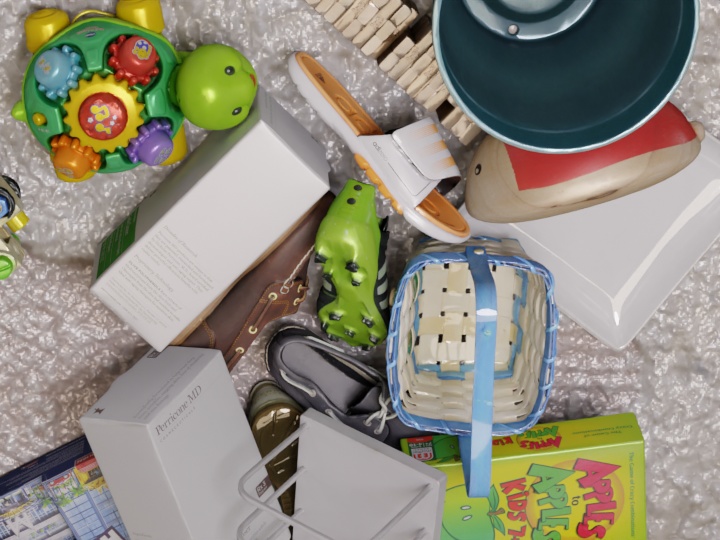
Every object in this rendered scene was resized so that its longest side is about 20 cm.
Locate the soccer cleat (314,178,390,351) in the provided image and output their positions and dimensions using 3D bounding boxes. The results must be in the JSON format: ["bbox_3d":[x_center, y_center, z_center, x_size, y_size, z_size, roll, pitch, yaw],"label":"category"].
[{"bbox_3d":[0.000,0.000,1.713,0.067,0.081,0.200,17,154,11],"label":"soccer cleat"}]

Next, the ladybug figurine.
[{"bbox_3d":[0.175,-0.094,1.656,0.199,0.136,0.072,-16,102,1],"label":"ladybug figurine"}]

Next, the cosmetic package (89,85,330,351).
[{"bbox_3d":[-0.122,-0.043,1.695,0.085,0.108,0.200,42,101,-16],"label":"cosmetic package"}]

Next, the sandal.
[{"bbox_3d":[0.025,-0.109,1.669,0.059,0.079,0.207,-43,89,20],"label":"sandal"}]

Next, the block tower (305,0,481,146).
[{"bbox_3d":[0.030,-0.189,1.677,0.058,0.054,0.200,-44,108,12],"label":"block tower"}]

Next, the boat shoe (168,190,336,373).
[{"bbox_3d":[-0.079,0.011,1.740,0.070,0.070,0.200,41,112,-11],"label":"boat shoe"}]

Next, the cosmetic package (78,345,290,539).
[{"bbox_3d":[-0.144,0.174,1.737,0.081,0.113,0.201,4,127,35],"label":"cosmetic package"}]

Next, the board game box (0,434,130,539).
[{"bbox_3d":[-0.226,0.250,1.826,0.199,0.062,0.201,-27,111,6],"label":"board game box"}]

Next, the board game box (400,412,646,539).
[{"bbox_3d":[0.137,0.184,1.742,0.198,0.048,0.102,-6,117,-2],"label":"board game box"}]

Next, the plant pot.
[{"bbox_3d":[0.144,-0.216,1.603,0.198,0.188,0.202,-2,113,-4],"label":"plant pot"}]

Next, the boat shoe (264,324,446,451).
[{"bbox_3d":[0.002,0.118,1.753,0.200,0.063,0.073,37,88,-3],"label":"boat shoe"}]

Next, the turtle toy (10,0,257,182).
[{"bbox_3d":[-0.180,-0.140,1.653,0.198,0.101,0.147,-10,112,0],"label":"turtle toy"}]

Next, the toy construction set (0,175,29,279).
[{"bbox_3d":[-0.349,-0.046,1.690,0.131,0.092,0.200,-35,121,10],"label":"toy construction set"}]

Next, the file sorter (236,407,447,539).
[{"bbox_3d":[-0.026,0.247,1.710,0.138,0.124,0.201,23,127,26],"label":"file sorter"}]

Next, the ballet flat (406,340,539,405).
[{"bbox_3d":[0.064,0.113,1.810,0.199,0.046,0.068,-25,90,-1],"label":"ballet flat"}]

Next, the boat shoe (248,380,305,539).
[{"bbox_3d":[-0.050,0.190,1.826,0.073,0.063,0.202,-24,118,0],"label":"boat shoe"}]

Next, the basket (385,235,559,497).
[{"bbox_3d":[0.090,0.067,1.676,0.138,0.200,0.178,1,110,-6],"label":"basket"}]

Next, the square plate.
[{"bbox_3d":[0.207,-0.060,1.756,0.198,0.028,0.200,35,105,-16],"label":"square plate"}]
